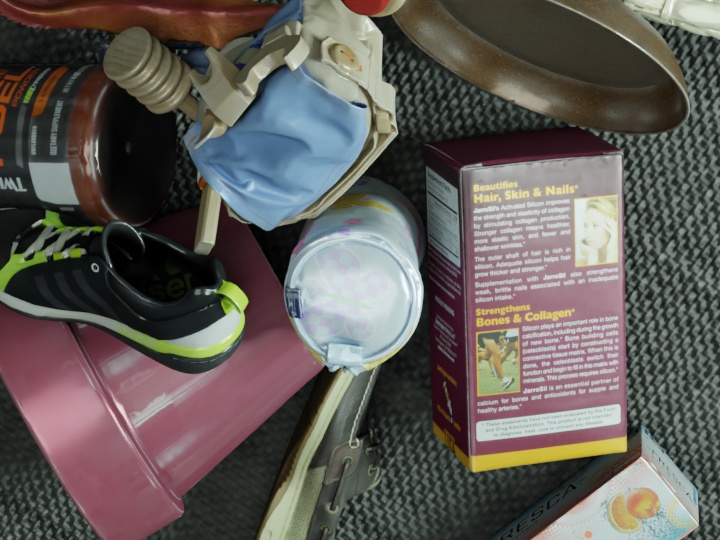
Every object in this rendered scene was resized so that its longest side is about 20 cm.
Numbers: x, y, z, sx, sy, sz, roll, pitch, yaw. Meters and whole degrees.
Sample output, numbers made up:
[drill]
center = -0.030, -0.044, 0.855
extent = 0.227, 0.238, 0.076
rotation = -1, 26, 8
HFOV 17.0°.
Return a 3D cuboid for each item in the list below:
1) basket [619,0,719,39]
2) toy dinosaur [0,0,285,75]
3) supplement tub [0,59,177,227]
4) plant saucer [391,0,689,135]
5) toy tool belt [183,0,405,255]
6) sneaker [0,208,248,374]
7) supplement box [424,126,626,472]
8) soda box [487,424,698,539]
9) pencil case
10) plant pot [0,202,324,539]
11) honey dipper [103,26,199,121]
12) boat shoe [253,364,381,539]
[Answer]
[basket]
center = 0.236, -0.206, 1.466
extent = 0.198, 0.123, 0.137
rotation = 15, 105, 3
[toy dinosaur]
center = -0.106, -0.143, 1.508
extent = 0.181, 0.199, 0.106
rotation = 8, 102, 49
[supplement tub]
center = -0.225, -0.080, 1.548
extent = 0.199, 0.107, 0.108
rotation = 1, 106, 28
[plant saucer]
center = 0.113, -0.143, 1.476
extent = 0.199, 0.200, 0.032
rotation = 23, 78, 0
[toy tool belt]
center = -0.037, -0.098, 1.403
extent = 0.124, 0.123, 0.200
rotation = 32, 134, -7
[sneaker]
center = -0.152, -0.009, 1.441
extent = 0.199, 0.072, 0.083
rotation = 19, 142, 16
[supplement box]
center = 0.106, 0.017, 1.545
extent = 0.109, 0.086, 0.202
rotation = -6, 105, -15
[soda box]
center = 0.131, 0.194, 1.615
extent = 0.200, 0.068, 0.064
rotation = -38, 98, 15
[pencil case]
center = 0.000, 0.000, 1.512
extent = 0.082, 0.200, 0.091
rotation = -7, 103, 4
[plant pot]
center = -0.130, 0.051, 1.555
extent = 0.178, 0.200, 0.201
rotation = -30, 100, -2
[honey dipper]
center = -0.087, -0.089, 1.528
extent = 0.038, 0.038, 0.200
rotation = -38, 137, 14
[boat shoe]
center = -0.016, 0.125, 1.618
extent = 0.064, 0.073, 0.201
rotation = 22, 116, -5
